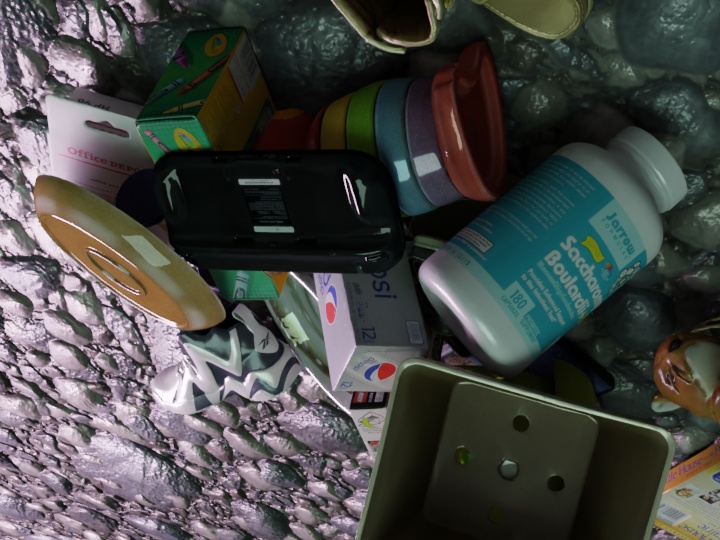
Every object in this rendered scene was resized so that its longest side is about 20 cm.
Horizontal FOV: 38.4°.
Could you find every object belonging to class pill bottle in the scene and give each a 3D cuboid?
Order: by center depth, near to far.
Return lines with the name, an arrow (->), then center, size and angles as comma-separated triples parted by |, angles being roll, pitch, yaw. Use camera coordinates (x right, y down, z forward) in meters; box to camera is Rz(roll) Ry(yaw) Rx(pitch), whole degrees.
pill bottle -> 0.149, -0.020, 0.781 | 0.200, 0.111, 0.111 | -40, 124, -5

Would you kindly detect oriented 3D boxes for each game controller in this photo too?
game controller -> -0.065, -0.044, 0.788 | 0.198, 0.042, 0.105 | 2, 121, 20

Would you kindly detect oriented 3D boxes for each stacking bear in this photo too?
stacking bear -> 0.004, -0.095, 0.807 | 0.199, 0.121, 0.115 | -7, 110, 25

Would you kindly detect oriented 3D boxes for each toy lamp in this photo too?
toy lamp -> -0.145, -0.027, 0.928 | 0.058, 0.059, 0.200 | 1, 159, 18

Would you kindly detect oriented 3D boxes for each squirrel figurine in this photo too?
squirrel figurine -> 0.352, 0.123, 0.906 | 0.186, 0.142, 0.200 | 22, 172, 43

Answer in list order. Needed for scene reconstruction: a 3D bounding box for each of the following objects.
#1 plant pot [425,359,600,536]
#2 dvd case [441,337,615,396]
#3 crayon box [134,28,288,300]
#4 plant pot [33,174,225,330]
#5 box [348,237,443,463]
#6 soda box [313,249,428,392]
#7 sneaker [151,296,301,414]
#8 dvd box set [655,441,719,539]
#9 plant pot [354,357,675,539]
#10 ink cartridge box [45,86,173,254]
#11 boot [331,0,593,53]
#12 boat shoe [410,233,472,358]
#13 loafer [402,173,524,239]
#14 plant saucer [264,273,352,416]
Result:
plant pot -> 0.160, 0.213, 1.020 | 0.180, 0.201, 0.200 | -13, 134, 18
dvd case -> 0.143, 0.116, 1.079 | 0.142, 0.018, 0.200 | 37, 134, -21
crayon box -> -0.107, -0.085, 0.874 | 0.058, 0.119, 0.201 | -1, 135, 20
plant pot -> -0.205, -0.007, 0.893 | 0.199, 0.028, 0.200 | 31, 162, 11
box -> 0.039, 0.078, 0.936 | 0.034, 0.201, 0.110 | -4, 134, 19
soda box -> 0.000, 0.000, 0.864 | 0.063, 0.201, 0.068 | 3, 141, -19
sneaker -> -0.172, 0.081, 1.110 | 0.198, 0.080, 0.130 | -7, 122, 41
dvd box set -> 0.411, 0.242, 1.111 | 0.146, 0.030, 0.200 | 28, 136, -12
plant pot -> 0.114, 0.178, 0.811 | 0.198, 0.177, 0.202 | 15, 95, 9
ink cartridge box -> -0.216, -0.089, 0.945 | 0.115, 0.068, 0.201 | 16, 139, 2
boot -> 0.065, -0.188, 0.677 | 0.199, 0.156, 0.073 | 35, 136, -19
boat shoe -> 0.085, 0.028, 0.918 | 0.072, 0.065, 0.200 | 20, 167, 22
loafer -> 0.129, -0.039, 0.881 | 0.198, 0.068, 0.076 | 0, 135, 19
plant saucer -> -0.025, 0.058, 1.008 | 0.200, 0.050, 0.201 | 46, 159, 23
